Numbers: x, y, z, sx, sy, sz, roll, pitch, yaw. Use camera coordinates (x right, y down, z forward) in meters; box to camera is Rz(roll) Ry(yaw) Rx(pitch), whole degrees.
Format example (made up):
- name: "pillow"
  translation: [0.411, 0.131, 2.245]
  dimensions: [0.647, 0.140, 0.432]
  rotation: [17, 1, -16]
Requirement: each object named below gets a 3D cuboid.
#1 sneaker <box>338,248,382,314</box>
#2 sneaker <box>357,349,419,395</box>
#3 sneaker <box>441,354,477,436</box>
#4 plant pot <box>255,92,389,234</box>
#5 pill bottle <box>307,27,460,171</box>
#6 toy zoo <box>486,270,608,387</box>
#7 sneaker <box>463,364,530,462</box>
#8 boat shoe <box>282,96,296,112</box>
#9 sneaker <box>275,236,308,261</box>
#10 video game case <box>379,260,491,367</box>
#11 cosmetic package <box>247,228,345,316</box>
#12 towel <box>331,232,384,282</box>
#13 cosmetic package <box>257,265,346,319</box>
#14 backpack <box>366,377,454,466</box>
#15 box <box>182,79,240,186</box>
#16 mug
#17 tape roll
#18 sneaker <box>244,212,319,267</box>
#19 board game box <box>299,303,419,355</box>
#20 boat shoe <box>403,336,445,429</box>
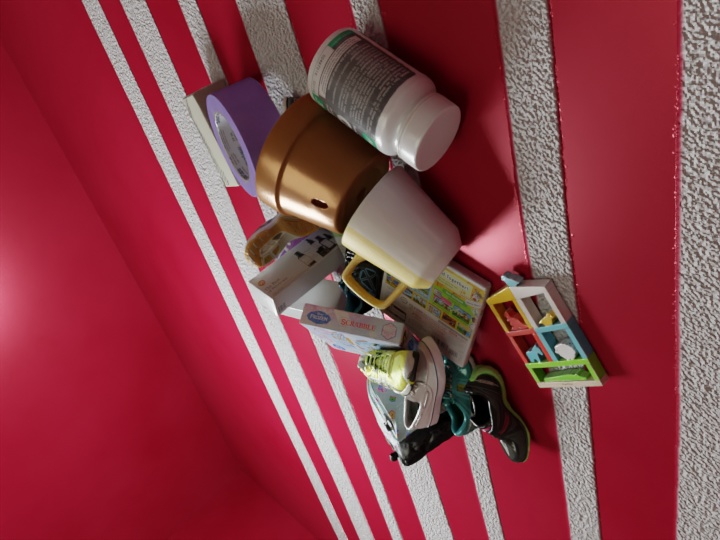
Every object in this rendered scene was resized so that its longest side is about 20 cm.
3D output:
- name: "sneaker"
  translation: [0.000, 0.000, 1.082]
  dimensions: [0.072, 0.081, 0.203]
  rotation: [24, 137, 39]
- name: "sneaker"
  translation: [0.047, 0.175, 1.048]
  dimensions: [0.075, 0.077, 0.200]
  rotation: [18, 162, -11]
- name: "sneaker"
  translation: [0.175, 0.211, 1.100]
  dimensions: [0.077, 0.079, 0.204]
  rotation: [-7, 107, 55]
- name: "plant pot"
  translation: [-0.047, -0.153, 0.924]
  dimensions: [0.139, 0.200, 0.202]
  rotation: [35, 147, 18]
- name: "pill bottle"
  translation: [0.031, -0.229, 0.803]
  dimensions: [0.199, 0.112, 0.114]
  rotation: [41, 149, 22]
- name: "toy zoo"
  translation: [0.269, 0.087, 0.894]
  dimensions: [0.202, 0.020, 0.131]
  rotation: [57, 151, -6]
- name: "sneaker"
  translation: [0.238, 0.267, 1.069]
  dimensions: [0.076, 0.083, 0.203]
  rotation: [-9, 114, 58]
- name: "boat shoe"
  translation: [-0.088, -0.215, 1.068]
  dimensions: [0.073, 0.060, 0.204]
  rotation: [-81, -24, -72]
- name: "sneaker"
  translation: [-0.147, -0.083, 1.226]
  dimensions: [0.072, 0.114, 0.204]
  rotation: [30, 143, 36]
- name: "video game case"
  translation: [0.120, 0.047, 1.030]
  dimensions: [0.198, 0.023, 0.185]
  rotation: [34, 136, 28]
- name: "cosmetic package"
  translation: [-0.121, -0.003, 1.184]
  dimensions: [0.082, 0.199, 0.051]
  rotation: [26, 144, 36]
- name: "towel"
  translation: [0.022, -0.024, 1.137]
  dimensions: [0.148, 0.031, 0.203]
  rotation: [-4, 116, 54]
- name: "cosmetic package"
  translation: [-0.108, 0.061, 1.265]
  dimensions: [0.196, 0.083, 0.113]
  rotation: [11, 165, 24]
- name: "backpack"
  translation: [0.098, 0.270, 1.220]
  dimensions: [0.201, 0.164, 0.128]
  rotation: [55, 161, 29]
- name: "box"
  translation: [-0.284, -0.283, 1.243]
  dimensions: [0.068, 0.082, 0.203]
  rotation: [7, 126, 53]
- name: "mug"
  translation: [0.067, -0.044, 0.931]
  dimensions: [0.152, 0.150, 0.188]
  rotation: [38, 142, 7]
- name: "tape roll"
  translation: [-0.207, -0.249, 1.121]
  dimensions: [0.201, 0.084, 0.202]
  rotation: [52, 160, 27]
- name: "sneaker"
  translation: [-0.147, -0.091, 1.157]
  dimensions: [0.076, 0.198, 0.088]
  rotation: [57, 176, -21]
- name: "board game box"
  translation: [0.010, 0.127, 1.134]
  dimensions: [0.195, 0.042, 0.200]
  rotation: [10, 162, 20]
- name: "boat shoe"
  translation: [0.108, 0.212, 1.070]
  dimensions: [0.074, 0.064, 0.204]
  rotation: [-135, 35, -52]
